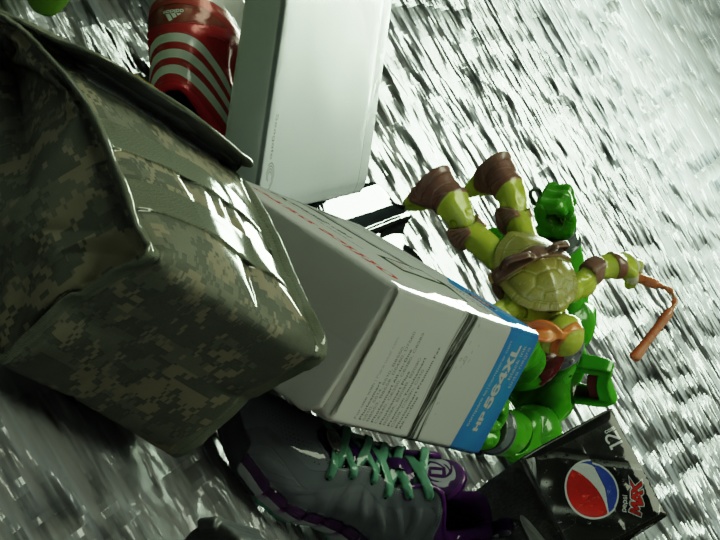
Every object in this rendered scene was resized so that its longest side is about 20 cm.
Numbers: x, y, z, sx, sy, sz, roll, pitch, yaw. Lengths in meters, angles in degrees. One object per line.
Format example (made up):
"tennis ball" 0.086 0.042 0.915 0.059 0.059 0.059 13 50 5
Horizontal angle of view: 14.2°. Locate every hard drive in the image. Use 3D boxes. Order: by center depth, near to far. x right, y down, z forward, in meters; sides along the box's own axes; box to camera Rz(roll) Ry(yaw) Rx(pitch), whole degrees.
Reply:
"hard drive" -0.030 -0.105 1.708 0.200 0.027 0.132 -16 116 -71

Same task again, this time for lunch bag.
"lunch bag" -0.124 -0.032 1.420 0.164 0.117 0.200 35 25 -53

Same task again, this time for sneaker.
"sneaker" 0.003 0.105 1.579 0.200 0.087 0.075 41 31 -46
"sneaker" -0.082 -0.083 1.724 0.200 0.078 0.116 46 44 -53

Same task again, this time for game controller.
"game controller" 0.000 0.000 1.844 0.200 0.042 0.105 -22 97 -72

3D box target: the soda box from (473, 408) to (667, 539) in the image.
"soda box" 0.106 0.144 1.678 0.071 0.063 0.200 63 -19 8

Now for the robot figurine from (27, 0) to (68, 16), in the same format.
"robot figurine" -0.179 -0.227 1.564 0.175 0.116 0.200 20 36 -23

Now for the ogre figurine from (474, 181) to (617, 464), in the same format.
"ogre figurine" 0.117 0.054 1.944 0.120 0.098 0.200 62 21 -48

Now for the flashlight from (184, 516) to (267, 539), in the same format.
"flashlight" -0.026 0.165 1.458 0.068 0.068 0.200 40 5 34

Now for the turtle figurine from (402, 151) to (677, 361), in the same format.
"turtle figurine" 0.095 0.002 1.861 0.161 0.200 0.064 57 -23 26

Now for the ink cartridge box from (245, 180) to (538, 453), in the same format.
"ink cartridge box" -0.011 0.024 1.591 0.146 0.084 0.200 32 5 25
